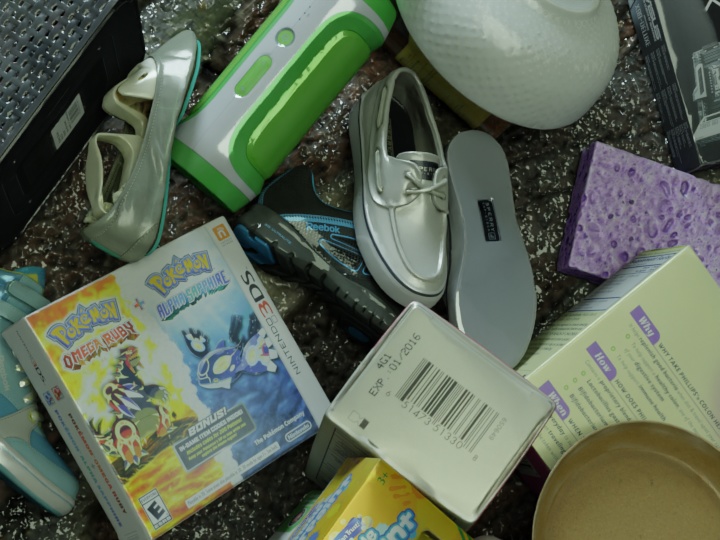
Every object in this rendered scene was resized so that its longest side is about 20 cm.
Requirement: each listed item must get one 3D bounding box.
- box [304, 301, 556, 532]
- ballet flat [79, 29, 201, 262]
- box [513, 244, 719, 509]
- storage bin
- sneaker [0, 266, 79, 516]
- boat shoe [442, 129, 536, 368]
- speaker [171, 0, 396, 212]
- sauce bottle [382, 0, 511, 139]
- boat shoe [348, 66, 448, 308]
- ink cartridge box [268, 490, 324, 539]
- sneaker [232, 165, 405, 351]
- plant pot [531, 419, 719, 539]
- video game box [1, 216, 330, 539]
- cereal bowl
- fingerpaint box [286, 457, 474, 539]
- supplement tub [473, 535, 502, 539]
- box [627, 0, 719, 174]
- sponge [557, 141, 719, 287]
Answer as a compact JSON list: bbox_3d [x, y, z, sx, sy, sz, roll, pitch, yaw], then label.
[{"bbox_3d":[0.046,0.124,1.237,0.128,0.200,0.109,36,72,6],"label":"box"},{"bbox_3d":[-0.164,-0.103,1.252,0.064,0.067,0.200,22,61,-26],"label":"ballet flat"},{"bbox_3d":[0.217,0.109,1.337,0.200,0.097,0.176,-38,96,-12],"label":"box"},{"bbox_3d":[-0.251,-0.126,1.231,0.094,0.135,0.200,32,73,8],"label":"storage bin"},{"bbox_3d":[-0.249,0.072,1.237,0.200,0.080,0.131,47,73,-5],"label":"sneaker"},{"bbox_3d":[0.089,-0.008,1.349,0.071,0.070,0.200,-2,73,-19],"label":"boat shoe"},{"bbox_3d":[-0.062,-0.143,1.307,0.088,0.088,0.200,40,86,-6],"label":"speaker"},{"bbox_3d":[0.052,-0.191,1.375,0.200,0.066,0.066,40,73,-7],"label":"sauce bottle"},{"bbox_3d":[0.039,-0.067,1.315,0.072,0.066,0.200,13,54,-26],"label":"boat shoe"},{"bbox_3d":[-0.050,0.259,1.224,0.084,0.145,0.200,44,72,-9],"label":"ink cartridge box"},{"bbox_3d":[0.000,0.000,1.323,0.200,0.073,0.082,40,68,-8],"label":"sneaker"},{"bbox_3d":[0.213,0.210,1.247,0.200,0.027,0.200,6,71,-17],"label":"plant pot"},{"bbox_3d":[-0.135,0.078,1.249,0.200,0.047,0.182,-31,89,-41],"label":"video game box"},{"bbox_3d":[0.130,-0.215,1.347,0.200,0.083,0.200,22,47,-25],"label":"cereal bowl"},{"bbox_3d":[0.004,0.253,1.127,0.167,0.073,0.200,42,73,-11],"label":"fingerpaint box"},{"bbox_3d":[0.156,0.293,1.285,0.200,0.132,0.132,24,75,-10],"label":"supplement tub"},{"bbox_3d":[0.323,-0.194,1.459,0.158,0.050,0.200,-12,84,-17],"label":"box"},{"bbox_3d":[0.269,-0.024,1.425,0.200,0.030,0.112,18,77,-13],"label":"sponge"}]
